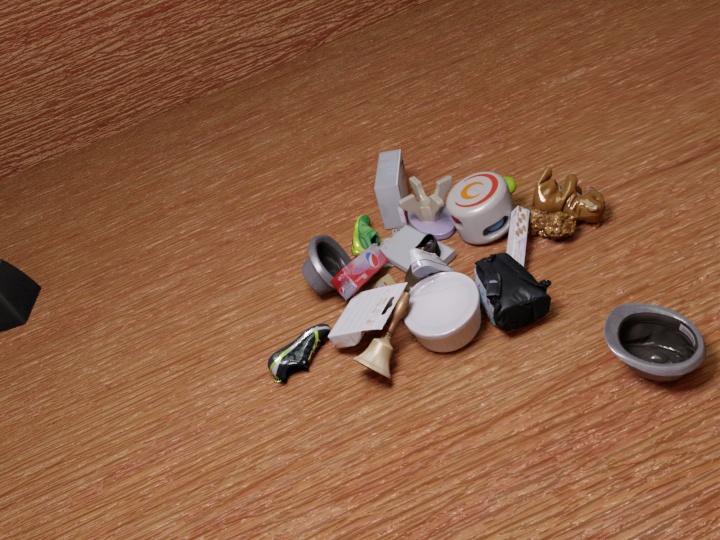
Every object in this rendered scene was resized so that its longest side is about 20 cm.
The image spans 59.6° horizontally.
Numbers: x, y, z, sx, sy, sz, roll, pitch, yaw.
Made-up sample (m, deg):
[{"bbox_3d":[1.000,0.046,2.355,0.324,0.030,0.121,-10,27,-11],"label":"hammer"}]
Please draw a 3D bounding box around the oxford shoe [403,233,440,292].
[{"bbox_3d":[0.158,-0.019,1.697,0.071,0.085,0.203,6,52,23],"label":"oxford shoe"}]

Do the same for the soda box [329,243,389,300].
[{"bbox_3d":[0.000,0.000,1.731,0.063,0.070,0.200,-43,-1,36],"label":"soda box"}]

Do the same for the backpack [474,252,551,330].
[{"bbox_3d":[0.351,0.050,1.538,0.163,0.129,0.201,-12,37,-14],"label":"backpack"}]

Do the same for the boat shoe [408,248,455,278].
[{"bbox_3d":[0.189,-0.014,1.632,0.073,0.199,0.067,-28,64,21],"label":"boat shoe"}]

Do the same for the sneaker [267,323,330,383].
[{"bbox_3d":[-0.147,0.221,1.628,0.198,0.072,0.083,-35,65,-16],"label":"sneaker"}]

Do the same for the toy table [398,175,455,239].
[{"bbox_3d":[0.206,-0.194,1.883,0.182,0.119,0.199,-34,41,-20],"label":"toy table"}]

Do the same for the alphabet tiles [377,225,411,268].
[{"bbox_3d":[0.129,-0.076,1.878,0.195,0.008,0.169,-12,40,10],"label":"alphabet tiles"}]

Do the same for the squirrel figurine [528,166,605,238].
[{"bbox_3d":[0.557,-0.158,1.707,0.184,0.142,0.202,24,70,29],"label":"squirrel figurine"}]

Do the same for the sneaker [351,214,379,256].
[{"bbox_3d":[0.017,-0.099,1.912,0.081,0.076,0.202,9,34,-2],"label":"sneaker"}]

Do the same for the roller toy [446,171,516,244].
[{"bbox_3d":[0.343,-0.172,1.788,0.196,0.141,0.185,-1,46,37],"label":"roller toy"}]

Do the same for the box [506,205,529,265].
[{"bbox_3d":[0.416,-0.076,1.672,0.038,0.042,0.204,19,61,-9],"label":"box"}]

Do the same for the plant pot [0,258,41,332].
[{"bbox_3d":[-1.268,0.084,2.182,0.195,0.180,0.202,-16,39,4],"label":"plant pot"}]

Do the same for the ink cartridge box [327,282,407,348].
[{"bbox_3d":[0.027,0.113,1.578,0.197,0.050,0.163,-12,35,44],"label":"ink cartridge box"}]

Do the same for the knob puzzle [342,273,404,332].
[{"bbox_3d":[0.028,0.110,1.686,0.216,0.031,0.222,-25,30,15],"label":"knob puzzle"}]

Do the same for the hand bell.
[{"bbox_3d":[0.069,0.145,1.508,0.103,0.104,0.204,19,80,39],"label":"hand bell"}]

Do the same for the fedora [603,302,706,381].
[{"bbox_3d":[0.611,0.163,1.319,0.195,0.092,0.179,9,48,23],"label":"fedora"}]

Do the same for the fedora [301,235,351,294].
[{"bbox_3d":[-0.103,-0.002,1.795,0.090,0.177,0.201,-37,15,22],"label":"fedora"}]

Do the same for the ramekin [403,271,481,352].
[{"bbox_3d":[0.207,0.108,1.549,0.198,0.095,0.205,-16,42,14],"label":"ramekin"}]

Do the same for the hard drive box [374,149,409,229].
[{"bbox_3d":[0.102,-0.256,1.979,0.075,0.158,0.203,-7,41,14],"label":"hard drive box"}]

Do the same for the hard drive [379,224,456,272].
[{"bbox_3d":[0.160,-0.050,1.807,0.131,0.027,0.199,-41,46,-19],"label":"hard drive"}]
